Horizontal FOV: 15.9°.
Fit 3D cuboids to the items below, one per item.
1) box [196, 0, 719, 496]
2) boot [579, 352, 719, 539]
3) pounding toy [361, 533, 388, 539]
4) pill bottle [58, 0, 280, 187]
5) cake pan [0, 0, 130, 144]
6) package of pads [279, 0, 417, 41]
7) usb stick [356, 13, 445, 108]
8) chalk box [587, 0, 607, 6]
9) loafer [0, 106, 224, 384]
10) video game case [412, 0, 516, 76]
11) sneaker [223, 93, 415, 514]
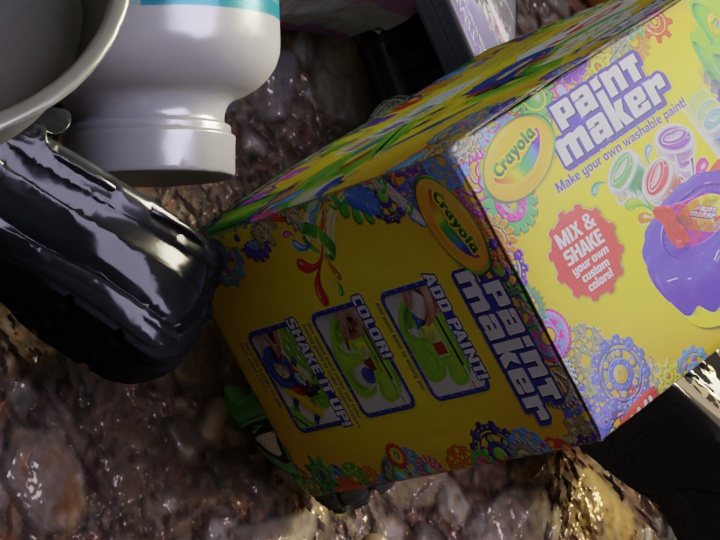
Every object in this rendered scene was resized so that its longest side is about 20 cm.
[{"bbox_3d":[0.071,-0.020,1.027,0.200,0.192,0.122,-33,99,-34],"label":"box"},{"bbox_3d":[0.161,0.066,1.248,0.200,0.073,0.151,40,25,-23],"label":"boot"},{"bbox_3d":[-0.006,0.206,1.024,0.184,0.142,0.201,5,83,-46],"label":"pounding toy"},{"bbox_3d":[-0.088,-0.136,1.046,0.111,0.111,0.201,2,84,-47],"label":"pill bottle"},{"bbox_3d":[-0.183,-0.112,0.932,0.200,0.037,0.201,9,51,-12],"label":"cake pan"},{"bbox_3d":[-0.044,-0.204,1.160,0.120,0.076,0.201,0,76,-51],"label":"package of pads"},{"bbox_3d":[0.048,-0.026,1.226,0.055,0.033,0.201,-19,90,-44],"label":"usb stick"},{"bbox_3d":[0.184,-0.195,1.369,0.200,0.125,0.124,44,47,-26],"label":"chalk box"},{"bbox_3d":[-0.139,-0.036,0.980,0.200,0.068,0.071,37,57,-15],"label":"loafer"},{"bbox_3d":[0.044,-0.168,1.213,0.200,0.019,0.143,-84,155,-47],"label":"video game case"},{"bbox_3d":[0.000,0.000,1.129,0.085,0.078,0.200,39,51,-31],"label":"sneaker"}]
